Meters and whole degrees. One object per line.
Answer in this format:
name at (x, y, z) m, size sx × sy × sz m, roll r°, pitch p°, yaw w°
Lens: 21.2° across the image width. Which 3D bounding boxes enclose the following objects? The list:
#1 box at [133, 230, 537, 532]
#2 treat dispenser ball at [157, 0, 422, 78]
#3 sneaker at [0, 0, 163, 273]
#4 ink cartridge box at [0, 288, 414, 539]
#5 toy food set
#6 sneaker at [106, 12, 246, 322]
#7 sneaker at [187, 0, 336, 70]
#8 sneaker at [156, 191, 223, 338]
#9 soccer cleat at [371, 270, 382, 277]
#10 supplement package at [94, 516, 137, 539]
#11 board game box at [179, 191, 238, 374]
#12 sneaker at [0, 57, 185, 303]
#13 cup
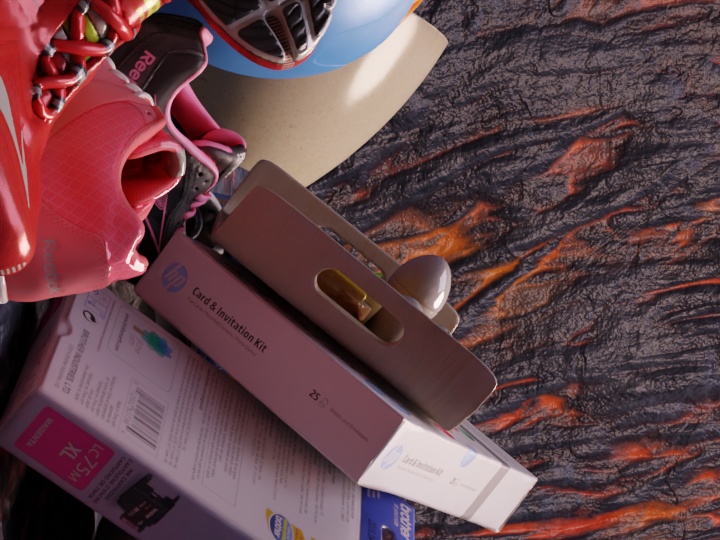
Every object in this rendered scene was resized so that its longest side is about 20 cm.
box at (-0.007, 0.060, 0.969) m, size 0.041 × 0.156 × 0.200 m, roll -53°, pitch 153°, yaw 4°
treat dispenser ball at (-0.046, -0.210, 1.099) m, size 0.201 × 0.200 × 0.202 m, roll -1°, pitch 90°, yaw -88°
sneaker at (-0.106, -0.089, 0.652) m, size 0.077 × 0.084 × 0.201 m, roll 85°, pitch 4°, yaw -59°
ink cartridge box at (-0.063, 0.092, 0.857) m, size 0.042 × 0.200 × 0.119 m, roll -51°, pitch -166°, yaw 20°
toy food set at (0.000, 0.000, 0.959) m, size 0.060 × 0.143 × 0.200 m, roll -50°, pitch -174°, yaw 3°
sneaker at (-0.102, -0.039, 0.929) m, size 0.079 × 0.095 × 0.201 m, roll -92°, pitch -179°, yaw -54°
sneaker at (-0.078, -0.168, 0.927) m, size 0.200 × 0.077 × 0.085 m, roll 53°, pitch -21°, yaw 21°
sneaker at (-0.108, -0.008, 1.068) m, size 0.200 × 0.070 × 0.073 m, roll 86°, pitch 4°, yaw -63°
soccer cleat at (-0.033, 0.077, 1.163) m, size 0.068 × 0.081 × 0.200 m, roll -105°, pitch -152°, yaw -44°
supplement package at (-0.070, 0.157, 0.947) m, size 0.200 × 0.117 × 0.118 m, roll -88°, pitch -157°, yaw -64°
board game box at (-0.087, 0.031, 1.159) m, size 0.200 × 0.034 × 0.136 m, roll -137°, pitch -120°, yaw -75°
sneaker at (-0.110, -0.049, 0.757) m, size 0.200 × 0.086 × 0.074 m, roll -89°, pitch 179°, yaw -53°
cup at (-0.058, -0.139, 1.337) m, size 0.144 × 0.200 × 0.200 m, roll -64°, pitch 179°, yaw 1°
